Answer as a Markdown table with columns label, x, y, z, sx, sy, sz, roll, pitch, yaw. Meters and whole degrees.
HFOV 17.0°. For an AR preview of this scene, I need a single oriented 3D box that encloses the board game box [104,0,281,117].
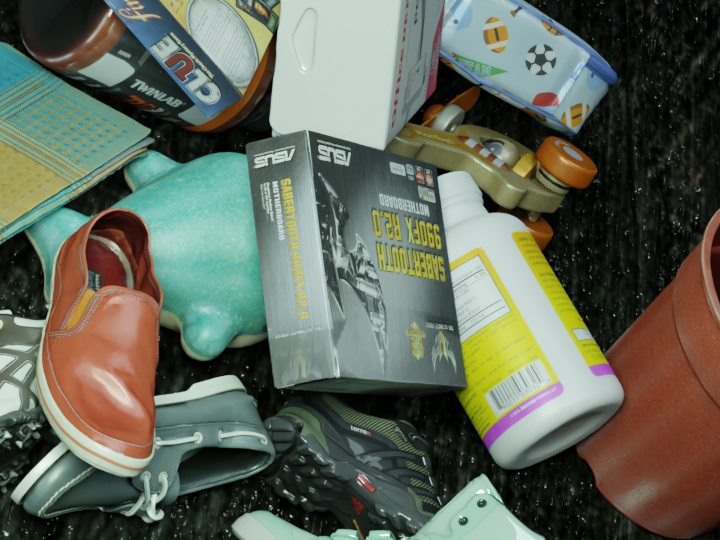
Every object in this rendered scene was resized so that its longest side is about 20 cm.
| label | x | y | z | sx | sy | sz | roll | pitch | yaw |
| --- | --- | --- | --- | --- | --- | --- | --- | --- | --- |
| board game box | -0.104 | -0.211 | 1.589 | 0.136 | 0.035 | 0.200 | 49 | 35 | -21 |

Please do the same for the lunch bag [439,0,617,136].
| label | x | y | z | sx | sy | sz | roll | pitch | yaw |
| --- | --- | --- | --- | --- | --- | --- | --- | --- | --- |
| lunch bag | 0.095 | -0.187 | 1.853 | 0.200 | 0.076 | 0.160 | 34 | 7 | -14 |

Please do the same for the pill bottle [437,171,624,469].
| label | x | y | z | sx | sy | sz | roll | pitch | yaw |
| --- | --- | --- | --- | --- | --- | --- | --- | --- | --- |
| pill bottle | 0.095 | 0.032 | 1.690 | 0.104 | 0.104 | 0.200 | -12 | 66 | -44 |

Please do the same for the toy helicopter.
| label | x | y | z | sx | sy | sz | roll | pitch | yaw |
| --- | --- | --- | --- | --- | --- | --- | --- | --- | --- |
| toy helicopter | 0.071 | -0.093 | 1.789 | 0.200 | 0.079 | 0.132 | 12 | 30 | -45 |

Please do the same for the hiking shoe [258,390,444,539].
| label | x | y | z | sx | sy | sz | roll | pitch | yaw |
| --- | --- | --- | --- | --- | --- | --- | --- | --- | --- |
| hiking shoe | 0.029 | 0.144 | 1.568 | 0.200 | 0.076 | 0.101 | 43 | 45 | -1 |

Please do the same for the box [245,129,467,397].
| label | x | y | z | sx | sy | sz | roll | pitch | yaw |
| --- | --- | --- | --- | --- | --- | --- | --- | --- | --- |
| box | 0.000 | 0.000 | 1.568 | 0.200 | 0.048 | 0.159 | 11 | 69 | -63 |

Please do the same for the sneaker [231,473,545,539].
| label | x | y | z | sx | sy | sz | roll | pitch | yaw |
| --- | --- | --- | --- | --- | --- | --- | --- | --- | --- |
| sneaker | 0.026 | 0.170 | 1.485 | 0.200 | 0.074 | 0.118 | 25 | 74 | 17 |

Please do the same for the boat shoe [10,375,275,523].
| label | x | y | z | sx | sy | sz | roll | pitch | yaw |
| --- | --- | --- | --- | --- | --- | --- | --- | --- | --- |
| boat shoe | -0.127 | 0.118 | 1.468 | 0.200 | 0.073 | 0.062 | -19 | 66 | -51 |

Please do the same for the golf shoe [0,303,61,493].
| label | x | y | z | sx | sy | sz | roll | pitch | yaw |
| --- | --- | --- | --- | --- | --- | --- | --- | --- | --- |
| golf shoe | -0.222 | 0.078 | 1.432 | 0.094 | 0.078 | 0.200 | 44 | 33 | 16 |

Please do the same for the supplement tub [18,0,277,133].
| label | x | y | z | sx | sy | sz | roll | pitch | yaw |
| --- | --- | --- | --- | --- | --- | --- | --- | --- | --- |
| supplement tub | -0.130 | -0.158 | 1.645 | 0.200 | 0.107 | 0.107 | 23 | 44 | -45 |

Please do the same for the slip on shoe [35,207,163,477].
| label | x | y | z | sx | sy | sz | roll | pitch | yaw |
| --- | --- | --- | --- | --- | --- | --- | --- | --- | --- |
| slip on shoe | -0.149 | 0.039 | 1.420 | 0.074 | 0.061 | 0.200 | 21 | 38 | -24 |

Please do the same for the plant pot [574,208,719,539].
| label | x | y | z | sx | sy | sz | roll | pitch | yaw |
| --- | --- | --- | --- | --- | --- | --- | --- | --- | --- |
| plant pot | 0.264 | 0.084 | 1.716 | 0.200 | 0.195 | 0.201 | 21 | 46 | -24 |

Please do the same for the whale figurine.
| label | x | y | z | sx | sy | sz | roll | pitch | yaw |
| --- | --- | --- | --- | --- | --- | --- | --- | --- | --- |
| whale figurine | -0.116 | -0.020 | 1.563 | 0.200 | 0.104 | 0.159 | 1 | 58 | -36 |

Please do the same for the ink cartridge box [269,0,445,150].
| label | x | y | z | sx | sy | sz | roll | pitch | yaw |
| --- | --- | --- | --- | --- | --- | --- | --- | --- | --- |
| ink cartridge box | 0.004 | -0.175 | 1.670 | 0.083 | 0.147 | 0.200 | 9 | 18 | 9 |

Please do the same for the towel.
| label | x | y | z | sx | sy | sz | roll | pitch | yaw |
| --- | --- | --- | --- | --- | --- | --- | --- | --- | --- |
| towel | -0.247 | -0.077 | 1.534 | 0.146 | 0.022 | 0.200 | 31 | 40 | 18 |
